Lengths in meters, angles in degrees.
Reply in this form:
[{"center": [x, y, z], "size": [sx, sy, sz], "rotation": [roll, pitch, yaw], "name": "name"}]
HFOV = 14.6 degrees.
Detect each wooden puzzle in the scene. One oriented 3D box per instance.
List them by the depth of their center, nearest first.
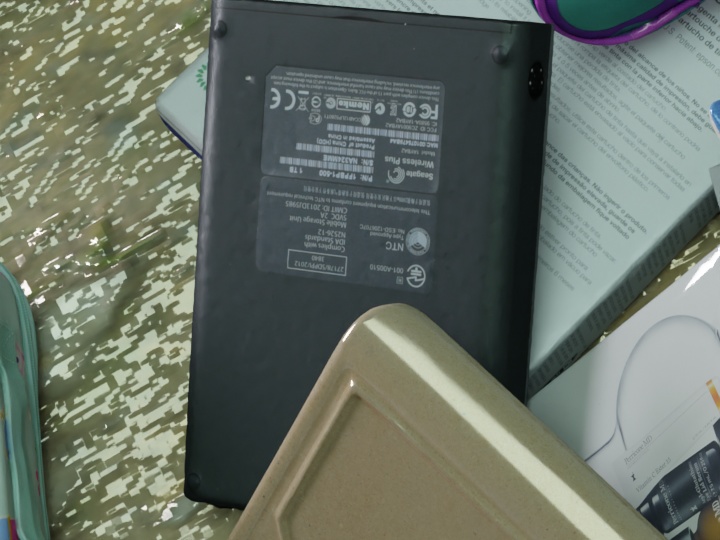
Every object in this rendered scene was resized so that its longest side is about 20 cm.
[{"center": [0.031, 0.138, 1.046], "size": [0.185, 0.037, 0.200], "rotation": [43, 123, 18], "name": "wooden puzzle"}]

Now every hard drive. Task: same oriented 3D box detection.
[{"center": [0.000, 0.000, 1.084], "size": [0.139, 0.033, 0.201], "rotation": [8, 98, 28], "name": "hard drive"}]

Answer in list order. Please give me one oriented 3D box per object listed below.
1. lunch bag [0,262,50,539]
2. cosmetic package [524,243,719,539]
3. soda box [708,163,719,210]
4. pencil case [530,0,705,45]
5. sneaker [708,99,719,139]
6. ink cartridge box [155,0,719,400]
[{"center": [-0.202, 0.087, 1.134], "size": [0.160, 0.077, 0.201], "rotation": [-9, 73, 9], "name": "lunch bag"}, {"center": [0.136, 0.111, 1.012], "size": [0.052, 0.151, 0.200], "rotation": [-3, 64, -33], "name": "cosmetic package"}, {"center": [0.189, 0.052, 1.056], "size": [0.063, 0.068, 0.201], "rotation": [-17, 72, 9], "name": "soda box"}, {"center": [0.093, -0.192, 1.098], "size": [0.085, 0.092, 0.201], "rotation": [-13, 61, 9], "name": "pencil case"}, {"center": [0.183, -0.085, 1.005], "size": [0.080, 0.146, 0.201], "rotation": [-22, 68, 43], "name": "sneaker"}, {"center": [0.053, -0.069, 1.137], "size": [0.200, 0.043, 0.196], "rotation": [-44, 70, -5], "name": "ink cartridge box"}]
